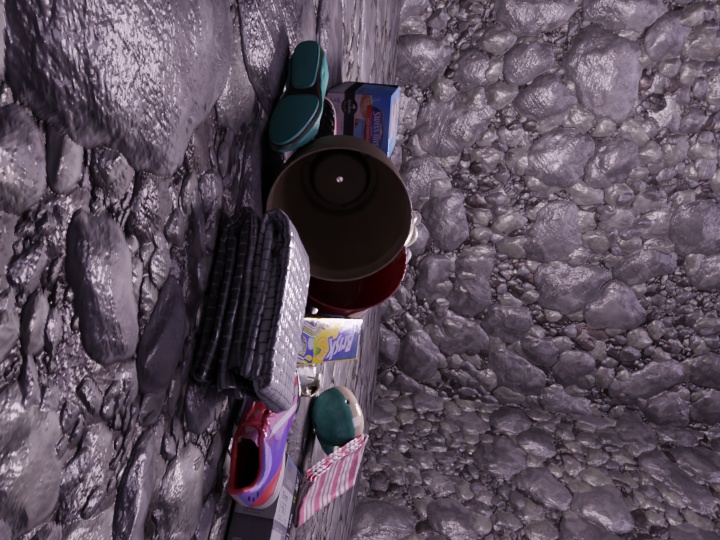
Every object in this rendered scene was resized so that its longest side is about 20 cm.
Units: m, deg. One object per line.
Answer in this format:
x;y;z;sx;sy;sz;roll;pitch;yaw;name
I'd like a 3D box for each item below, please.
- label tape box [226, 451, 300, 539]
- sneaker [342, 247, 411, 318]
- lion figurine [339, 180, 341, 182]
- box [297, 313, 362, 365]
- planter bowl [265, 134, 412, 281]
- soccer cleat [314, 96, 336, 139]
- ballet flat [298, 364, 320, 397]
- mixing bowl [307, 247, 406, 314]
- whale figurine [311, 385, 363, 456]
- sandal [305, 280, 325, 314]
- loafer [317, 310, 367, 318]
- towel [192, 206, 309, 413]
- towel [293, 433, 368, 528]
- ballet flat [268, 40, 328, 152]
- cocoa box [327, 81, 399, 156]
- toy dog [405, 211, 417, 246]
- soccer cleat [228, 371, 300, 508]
-0.128;0.309;0.857;0.145;0.062;0.203;86;12;-62;label tape box
0.000;0.000;1.067;0.200;0.070;0.100;-48;118;-19;sneaker
-0.057;-0.116;1.178;0.123;0.071;0.201;109;8;-51;lion figurine
-0.069;0.103;0.918;0.199;0.063;0.072;11;86;-64;box
-0.029;-0.106;0.850;0.136;0.196;0.203;-91;-177;-56;planter bowl
-0.067;-0.183;0.978;0.073;0.067;0.204;-91;-176;-68;soccer cleat
-0.100;0.171;0.986;0.200;0.069;0.072;79;18;-70;ballet flat
-0.036;-0.009;0.954;0.109;0.196;0.203;120;-18;-60;mixing bowl
-0.070;0.355;1.361;0.160;0.102;0.201;59;-38;28;whale figurine
-0.070;0.028;1.042;0.059;0.078;0.209;41;52;-34;sandal
-0.055;0.096;1.113;0.199;0.076;0.068;-40;172;-28;loafer
-0.114;0.050;0.675;0.166;0.084;0.204;82;13;-72;towel
-0.059;0.446;1.270;0.198;0.030;0.149;-19;131;-48;towel
-0.076;-0.222;0.813;0.071;0.066;0.203;71;23;-56;ballet flat
0.009;-0.313;1.242;0.201;0.129;0.136;-70;165;-66;cocoa box
0.021;-0.076;1.207;0.141;0.192;0.200;55;6;-1;toy dog
-0.122;0.188;0.751;0.073;0.067;0.204;55;38;-60;soccer cleat
